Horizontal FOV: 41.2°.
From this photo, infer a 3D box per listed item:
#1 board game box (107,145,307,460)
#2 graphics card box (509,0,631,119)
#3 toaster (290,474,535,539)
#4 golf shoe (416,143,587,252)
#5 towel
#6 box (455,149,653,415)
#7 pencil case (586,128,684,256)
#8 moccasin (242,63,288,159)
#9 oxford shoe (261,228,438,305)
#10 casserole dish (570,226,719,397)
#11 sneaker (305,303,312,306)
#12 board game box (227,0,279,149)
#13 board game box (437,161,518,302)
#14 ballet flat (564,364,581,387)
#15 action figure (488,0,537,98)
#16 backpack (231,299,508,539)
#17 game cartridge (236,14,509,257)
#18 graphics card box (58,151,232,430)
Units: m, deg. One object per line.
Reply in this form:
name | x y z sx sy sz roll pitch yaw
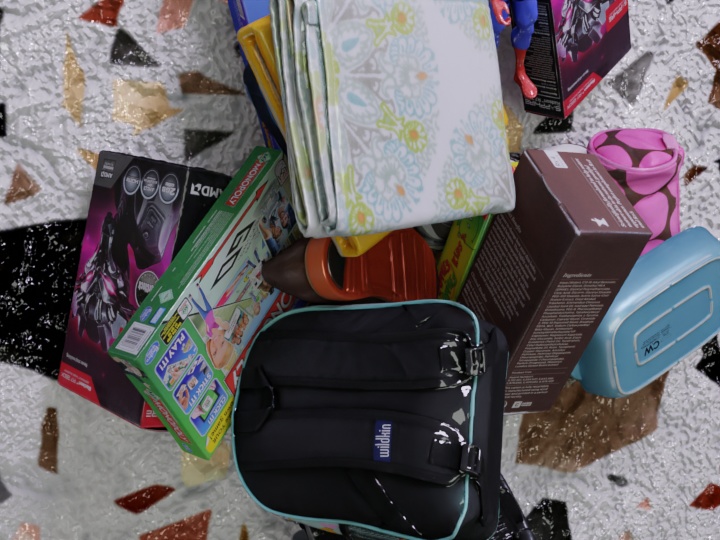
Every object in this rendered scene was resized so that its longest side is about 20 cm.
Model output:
board game box | -0.097 0.024 0.727 0.201 0.029 0.135 -59 146 -29
graphics card box | 0.182 -0.250 0.837 0.125 0.051 0.201 -44 136 -28
toaster | 0.044 0.221 0.830 0.198 0.181 0.119 -18 137 -16
golf shoe | 0.144 -0.074 0.877 0.199 0.095 0.078 -23 79 -16
towel | 0.028 -0.116 0.674 0.199 0.048 0.173 -11 96 -40
box | 0.142 0.013 0.768 0.074 0.101 0.201 -1 133 -22
pencil case | 0.267 -0.035 0.908 0.093 0.091 0.201 -3 124 17
moccasin | -0.021 -0.101 0.769 0.080 0.068 0.200 -43 133 -8
oxford shoe | 0.000 0.000 0.784 0.199 0.072 0.072 14 72 -55
casserole dish | 0.273 0.043 0.874 0.199 0.039 0.122 -29 123 -18
sneaker | -0.040 0.024 0.853 0.200 0.078 0.077 -46 137 -14
board game box | -0.023 -0.162 0.800 0.134 0.045 0.201 -23 129 -15
board game box | 0.125 -0.002 0.853 0.101 0.048 0.201 -2 133 -21
ballet flat | 0.118 0.093 0.864 0.198 0.068 0.047 -3 134 -27
action figure | 0.128 -0.201 0.747 0.065 0.099 0.201 -13 139 -6
backpack | 0.009 0.114 0.724 0.198 0.153 0.178 0 76 19
game cartridge | 0.023 -0.134 0.716 0.200 0.032 0.177 -37 109 -33
graphics card box | -0.173 0.012 0.762 0.051 0.125 0.202 9 95 -47
